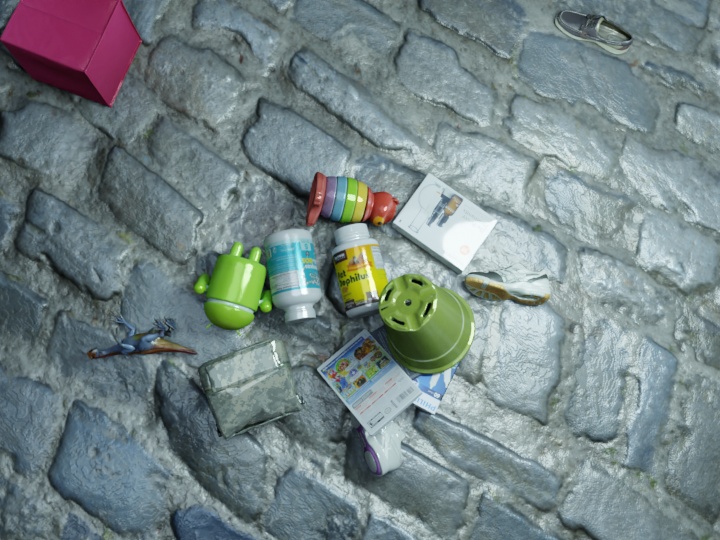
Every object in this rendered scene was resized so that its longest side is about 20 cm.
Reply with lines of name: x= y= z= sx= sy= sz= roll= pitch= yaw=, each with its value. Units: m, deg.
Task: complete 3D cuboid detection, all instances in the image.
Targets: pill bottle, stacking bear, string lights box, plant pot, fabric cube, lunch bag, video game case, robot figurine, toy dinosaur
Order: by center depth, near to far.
plant pot: x=0.121 y=0.095 z=1.461 sx=0.200 sy=0.190 sz=0.200 roll=-8 pitch=66 yaw=19
lunch bag: x=-0.234 y=0.255 z=1.507 sx=0.200 sy=0.139 sz=0.168 roll=-19 pitch=80 yaw=-6
video game case: x=0.018 y=0.241 z=1.527 sx=0.143 sy=0.018 sz=0.200 roll=-39 pitch=60 yaw=-7
toy dinosaur: x=-0.498 y=0.169 z=1.541 sx=0.181 sy=0.105 sz=0.200 roll=-37 pitch=96 yaw=11
video game case: x=0.100 y=0.172 z=1.555 sx=0.200 sy=0.019 sz=0.143 roll=-29 pitch=61 yaw=6
robot figurine: x=-0.278 y=0.041 z=1.557 sx=0.175 sy=0.116 sz=0.200 roll=15 pitch=79 yaw=-8
pill bottle: x=-0.150 y=0.015 z=1.572 sx=0.111 sy=0.111 sz=0.200 roll=-9 pitch=81 yaw=-5
string lights box: x=0.163 y=0.212 z=1.576 sx=0.103 sy=0.059 sz=0.200 roll=26 pitch=78 yaw=5
pill bottle: x=0.000 y=0.000 z=1.584 sx=0.109 sy=0.109 sz=0.200 roll=-13 pitch=80 yaw=-5
fabric cube: x=-0.651 y=-0.528 z=1.605 sx=0.199 sy=0.196 sz=0.200 roll=20 pitch=78 yaw=1
stacking bear: x=-0.014 y=-0.155 z=1.616 sx=0.200 sy=0.121 sz=0.114 roll=10 pitch=52 yaw=-11

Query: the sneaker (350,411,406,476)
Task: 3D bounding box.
sneaker: x=0.039 y=0.347 z=1.551 sx=0.100 sy=0.075 sz=0.200 roll=-11 pitch=76 yaw=-30

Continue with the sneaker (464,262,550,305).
sneaker: x=0.339 y=0.022 z=1.626 sx=0.200 sy=0.076 sz=0.088 roll=11 pitch=63 yaw=-4

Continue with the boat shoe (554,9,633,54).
boat shoe: x=0.587 y=-0.607 z=1.752 sx=0.200 sy=0.065 sz=0.072 roll=27 pitch=81 yaw=3

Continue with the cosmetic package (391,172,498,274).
cosmetic package: x=0.197 y=-0.110 z=1.646 sx=0.200 sy=0.052 sz=0.151 roll=35 pitch=82 yaw=4
